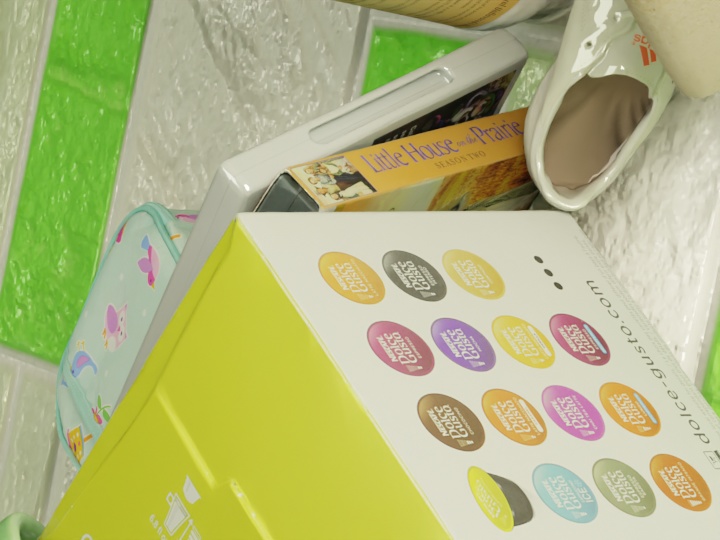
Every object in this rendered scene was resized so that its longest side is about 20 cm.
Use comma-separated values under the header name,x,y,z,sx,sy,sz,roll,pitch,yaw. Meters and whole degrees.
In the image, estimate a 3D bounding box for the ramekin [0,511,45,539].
name,x,y,z,sx,sy,sz,roll,pitch,yaw
ramekin,-0.134,0.213,1.268,0.098,0.200,0.200,-33,44,0

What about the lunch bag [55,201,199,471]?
name,x,y,z,sx,sy,sz,roll,pitch,yaw
lunch bag,-0.086,0.074,1.522,0.161,0.077,0.200,-62,38,26

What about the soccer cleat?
name,x,y,z,sx,sy,sz,roll,pitch,yaw
soccer cleat,0.122,-0.117,1.263,0.078,0.069,0.201,-85,14,-65

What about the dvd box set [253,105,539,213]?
name,x,y,z,sx,sy,sz,roll,pitch,yaw
dvd box set,0.000,0.000,1.314,0.029,0.200,0.147,45,121,20

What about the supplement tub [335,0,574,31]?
name,x,y,z,sx,sy,sz,roll,pitch,yaw
supplement tub,0.021,-0.186,1.316,0.145,0.199,0.145,-21,64,54

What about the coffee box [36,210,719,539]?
name,x,y,z,sx,sy,sz,roll,pitch,yaw
coffee box,0.021,0.114,1.215,0.200,0.197,0.200,55,127,31

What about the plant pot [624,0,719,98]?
name,x,y,z,sx,sy,sz,roll,pitch,yaw
plant pot,0.136,-0.225,1.120,0.199,0.177,0.200,-33,51,15

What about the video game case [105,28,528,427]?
name,x,y,z,sx,sy,sz,roll,pitch,yaw
video game case,-0.022,-0.010,1.334,0.023,0.182,0.200,46,139,19
